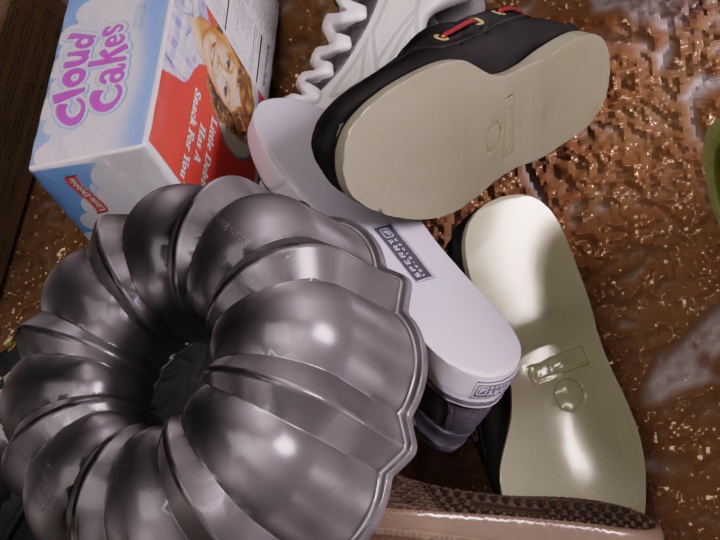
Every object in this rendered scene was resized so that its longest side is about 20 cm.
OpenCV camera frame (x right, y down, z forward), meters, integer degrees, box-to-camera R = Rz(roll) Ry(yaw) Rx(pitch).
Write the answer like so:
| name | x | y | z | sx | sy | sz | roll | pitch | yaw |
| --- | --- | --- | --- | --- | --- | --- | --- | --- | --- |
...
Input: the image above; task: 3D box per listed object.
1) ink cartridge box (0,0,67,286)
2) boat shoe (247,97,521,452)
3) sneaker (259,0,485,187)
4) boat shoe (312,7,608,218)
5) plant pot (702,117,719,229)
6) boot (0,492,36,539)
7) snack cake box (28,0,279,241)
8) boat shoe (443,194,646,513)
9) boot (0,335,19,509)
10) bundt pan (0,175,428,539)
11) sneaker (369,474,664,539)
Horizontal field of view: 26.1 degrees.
| name | x | y | z | sx | sy | sz | roll | pitch | yaw |
| --- | --- | --- | --- | --- | --- | --- | --- | --- | --- |
| ink cartridge box | -0.253 | -0.089 | 0.882 | 0.074 | 0.165 | 0.203 | 9 | 77 | 23 |
| boat shoe | 0.000 | 0.000 | 0.752 | 0.200 | 0.071 | 0.068 | 51 | 132 | 27 |
| sneaker | 0.005 | -0.084 | 0.834 | 0.080 | 0.075 | 0.202 | 18 | 82 | 16 |
| boat shoe | 0.043 | -0.079 | 0.753 | 0.063 | 0.200 | 0.075 | 23 | 122 | 33 |
| plant pot | 0.279 | -0.026 | 0.657 | 0.189 | 0.200 | 0.201 | -31 | 65 | -4 |
| boot | -0.134 | 0.202 | 0.796 | 0.168 | 0.076 | 0.201 | 38 | 95 | 29 |
| snack cake box | -0.102 | -0.102 | 0.823 | 0.066 | 0.115 | 0.202 | -9 | 52 | 18 |
| boat shoe | 0.087 | 0.067 | 0.762 | 0.073 | 0.063 | 0.204 | -12 | 82 | -14 |
| boot | -0.247 | 0.075 | 0.887 | 0.153 | 0.074 | 0.205 | -33 | 65 | 4 |
| bundt pan | -0.074 | 0.047 | 0.663 | 0.200 | 0.076 | 0.204 | -15 | 59 | 25 |
| sneaker | 0.035 | 0.136 | 0.689 | 0.197 | 0.070 | 0.077 | 7 | 96 | 0 |
